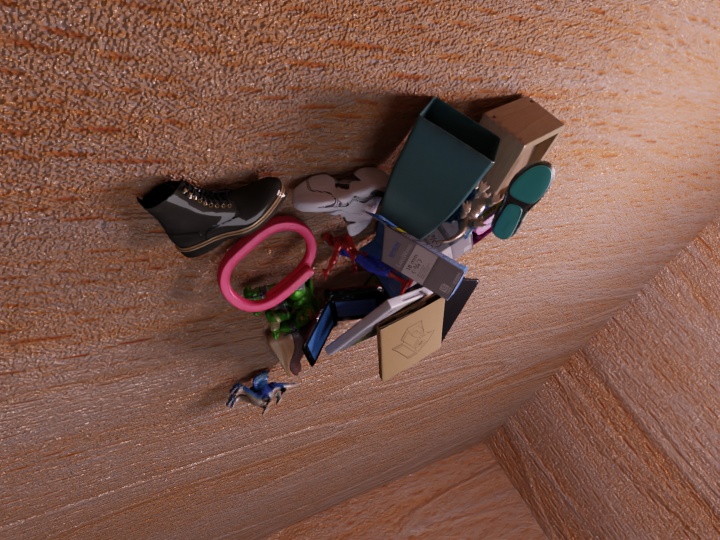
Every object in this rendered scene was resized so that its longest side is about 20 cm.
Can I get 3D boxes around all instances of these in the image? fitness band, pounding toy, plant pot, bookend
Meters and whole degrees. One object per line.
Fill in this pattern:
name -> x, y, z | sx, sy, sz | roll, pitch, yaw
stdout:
fitness band -> -0.169, -0.012, 1.079 | 0.200, 0.037, 0.144 | -41, 126, 2
pounding toy -> 0.258, -0.228, 1.161 | 0.184, 0.142, 0.201 | -29, 156, -38
plant pot -> 0.126, -0.166, 1.024 | 0.201, 0.141, 0.142 | -58, 180, 32
bookend -> 0.144, 0.047, 1.393 | 0.092, 0.199, 0.201 | 3, 124, -46

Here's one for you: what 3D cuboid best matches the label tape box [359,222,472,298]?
label tape box -> 0.108, -0.060, 1.203 | 0.199, 0.145, 0.063 | -32, 151, -3

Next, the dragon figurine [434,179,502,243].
dragon figurine -> 0.190, -0.098, 1.052 | 0.201, 0.059, 0.099 | -55, -175, -22

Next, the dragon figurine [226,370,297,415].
dragon figurine -> -0.240, 0.292, 1.459 | 0.200, 0.099, 0.059 | -30, 154, -49

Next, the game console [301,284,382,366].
game console -> -0.033, 0.120, 1.235 | 0.171, 0.120, 0.200 | -5, 160, -1

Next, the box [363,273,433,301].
box -> 0.102, 0.036, 1.338 | 0.044, 0.161, 0.200 | 5, 132, -46

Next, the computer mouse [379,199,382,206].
computer mouse -> 0.095, -0.192, 1.134 | 0.199, 0.034, 0.059 | -33, 133, 13

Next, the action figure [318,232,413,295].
action figure -> 0.000, 0.000, 1.157 | 0.065, 0.199, 0.099 | -36, 156, -58

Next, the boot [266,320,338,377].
boot -> -0.122, 0.170, 1.399 | 0.165, 0.073, 0.201 | -27, 146, -7

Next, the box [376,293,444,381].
box -> 0.109, 0.143, 1.261 | 0.163, 0.021, 0.201 | -26, 142, -18

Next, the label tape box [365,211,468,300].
label tape box -> 0.093, -0.027, 1.066 | 0.064, 0.199, 0.144 | -60, 170, 8

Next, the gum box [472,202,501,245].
gum box -> 0.242, -0.131, 1.279 | 0.199, 0.114, 0.066 | -37, 150, 5

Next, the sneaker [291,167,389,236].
sneaker -> -0.038, -0.114, 1.064 | 0.199, 0.075, 0.115 | -18, 144, -31

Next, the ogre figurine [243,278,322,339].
ogre figurine -> -0.150, 0.070, 1.213 | 0.119, 0.098, 0.201 | -21, 128, 8

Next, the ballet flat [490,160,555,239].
ballet flat -> 0.314, -0.149, 1.146 | 0.074, 0.075, 0.201 | -13, 149, -32

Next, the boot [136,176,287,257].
boot -> -0.222, -0.110, 0.899 | 0.199, 0.078, 0.139 | -34, 146, -2

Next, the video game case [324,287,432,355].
video game case -> 0.041, 0.103, 1.237 | 0.200, 0.023, 0.181 | -41, 165, 33
